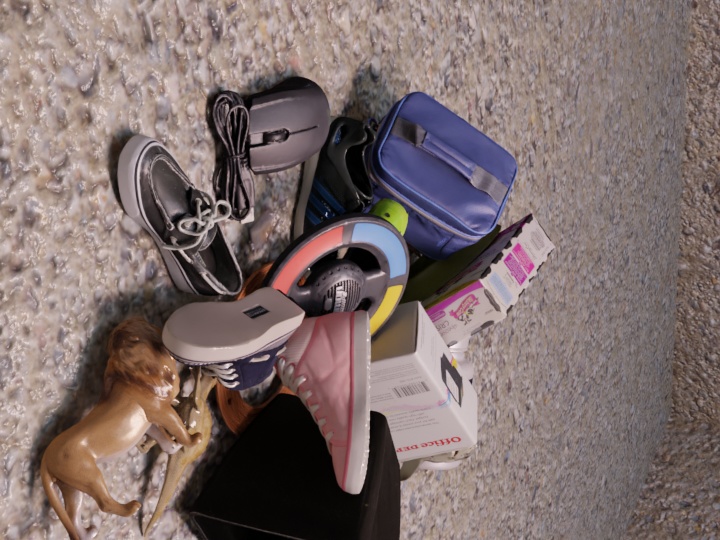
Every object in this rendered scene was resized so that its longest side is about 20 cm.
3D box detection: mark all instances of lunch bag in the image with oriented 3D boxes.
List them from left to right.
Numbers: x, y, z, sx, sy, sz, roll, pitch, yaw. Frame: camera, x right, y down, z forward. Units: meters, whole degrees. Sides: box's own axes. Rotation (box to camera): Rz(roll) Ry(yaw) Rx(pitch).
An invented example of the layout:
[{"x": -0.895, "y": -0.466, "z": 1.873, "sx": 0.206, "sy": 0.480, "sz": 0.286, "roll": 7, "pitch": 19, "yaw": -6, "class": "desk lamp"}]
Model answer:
[{"x": 0.085, "y": -0.123, "z": 1.365, "sx": 0.132, "sy": 0.199, "sz": 0.137, "roll": -36, "pitch": -154, "yaw": 59, "class": "lunch bag"}]

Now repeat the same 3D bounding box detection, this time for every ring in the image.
[{"x": -0.111, "y": 0.088, "z": 1.256, "sx": 0.200, "sy": 0.019, "sz": 0.203, "roll": -34, "pitch": 130, "yaw": -54, "class": "ring"}]

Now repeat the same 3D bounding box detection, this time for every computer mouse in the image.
[{"x": -0.081, "y": -0.144, "z": 1.184, "sx": 0.200, "sy": 0.052, "sz": 0.140, "roll": -41, "pitch": 135, "yaw": -52, "class": "computer mouse"}]

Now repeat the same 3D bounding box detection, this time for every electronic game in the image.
[{"x": -0.029, "y": 0.025, "z": 1.238, "sx": 0.198, "sy": 0.042, "sz": 0.202, "roll": -22, "pitch": 135, "yaw": -24, "class": "electronic game"}]

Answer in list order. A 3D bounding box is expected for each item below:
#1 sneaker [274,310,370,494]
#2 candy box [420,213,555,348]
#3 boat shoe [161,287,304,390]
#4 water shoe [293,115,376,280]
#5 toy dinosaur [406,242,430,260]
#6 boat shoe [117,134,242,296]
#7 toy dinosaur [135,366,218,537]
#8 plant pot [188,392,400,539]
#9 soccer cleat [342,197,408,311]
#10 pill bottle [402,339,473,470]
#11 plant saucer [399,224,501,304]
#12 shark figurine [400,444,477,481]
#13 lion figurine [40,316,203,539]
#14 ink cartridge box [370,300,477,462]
[{"x": -0.041, "y": 0.137, "z": 1.166, "sx": 0.076, "sy": 0.103, "sz": 0.203, "roll": 87, "pitch": 3, "yaw": -61, "class": "sneaker"}, {"x": 0.157, "y": 0.017, "z": 1.439, "sx": 0.061, "sy": 0.136, "sz": 0.200, "roll": 52, "pitch": 38, "yaw": -7, "class": "candy box"}, {"x": -0.129, "y": 0.081, "z": 1.075, "sx": 0.199, "sy": 0.074, "sz": 0.094, "roll": -13, "pitch": 133, "yaw": -59, "class": "boat shoe"}, {"x": -0.027, "y": -0.076, "z": 1.291, "sx": 0.071, "sy": 0.078, "sz": 0.203, "roll": -18, "pitch": 116, "yaw": -61, "class": "water shoe"}, {"x": 0.106, "y": -0.086, "z": 1.486, "sx": 0.086, "sy": 0.198, "sz": 0.136, "roll": 58, "pitch": 3, "yaw": -22, "class": "toy dinosaur"}, {"x": -0.162, "y": -0.044, "z": 1.040, "sx": 0.074, "sy": 0.067, "sz": 0.201, "roll": -58, "pitch": 148, "yaw": -36, "class": "boat shoe"}, {"x": -0.179, "y": 0.168, "z": 1.104, "sx": 0.101, "sy": 0.058, "sz": 0.202, "roll": 46, "pitch": 59, "yaw": -61, "class": "toy dinosaur"}, {"x": -0.050, "y": 0.255, "z": 1.247, "sx": 0.201, "sy": 0.197, "sz": 0.179, "roll": 74, "pitch": 30, "yaw": -52, "class": "plant pot"}, {"x": 0.000, "y": 0.000, "z": 1.343, "sx": 0.081, "sy": 0.067, "sz": 0.201, "roll": -49, "pitch": 166, "yaw": -50, "class": "soccer cleat"}, {"x": 0.107, "y": 0.180, "z": 1.632, "sx": 0.111, "sy": 0.110, "sz": 0.203, "roll": -8, "pitch": 107, "yaw": -63, "class": "pill bottle"}, {"x": 0.106, "y": -0.010, "z": 1.518, "sx": 0.031, "sy": 0.199, "sz": 0.200, "roll": 51, "pitch": 41, "yaw": -6, "class": "plant saucer"}, {"x": 0.069, "y": 0.198, "z": 1.544, "sx": 0.089, "sy": 0.215, "sz": 0.129, "roll": -9, "pitch": 142, "yaw": -53, "class": "shark figurine"}, {"x": -0.223, "y": 0.143, "z": 0.985, "sx": 0.123, "sy": 0.072, "sz": 0.200, "roll": 51, "pitch": 54, "yaw": -15, "class": "lion figurine"}, {"x": 0.045, "y": 0.145, "z": 1.385, "sx": 0.084, "sy": 0.144, "sz": 0.201, "roll": -84, "pitch": 151, "yaw": -42, "class": "ink cartridge box"}]
